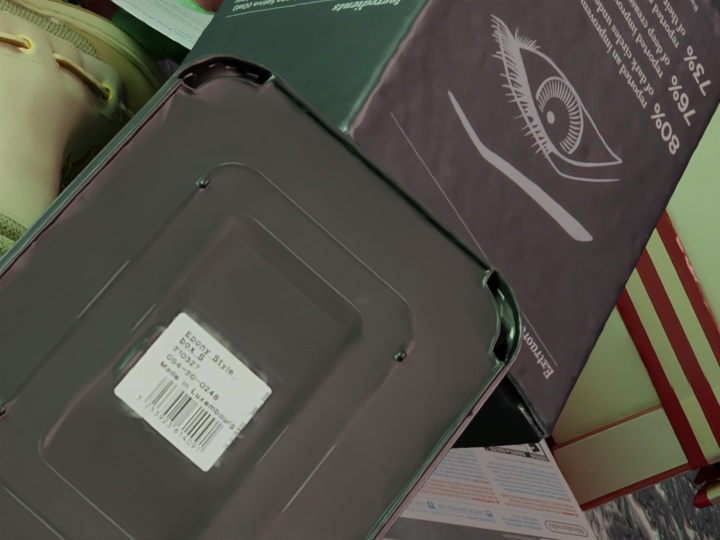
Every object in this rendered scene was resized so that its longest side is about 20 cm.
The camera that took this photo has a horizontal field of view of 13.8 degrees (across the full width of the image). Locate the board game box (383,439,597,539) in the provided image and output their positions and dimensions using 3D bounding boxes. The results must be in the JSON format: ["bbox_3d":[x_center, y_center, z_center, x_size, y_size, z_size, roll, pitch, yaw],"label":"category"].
[{"bbox_3d":[0.036,0.137,1.081,0.147,0.064,0.200,12,39,-41],"label":"board game box"}]

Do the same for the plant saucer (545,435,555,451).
[{"bbox_3d":[0.073,0.140,1.400,0.200,0.037,0.201,-30,114,-72],"label":"plant saucer"}]

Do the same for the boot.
[{"bbox_3d":[-0.119,-0.025,1.031,0.200,0.073,0.156,40,33,-54],"label":"boot"}]

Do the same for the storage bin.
[{"bbox_3d":[-0.061,0.050,0.888,0.135,0.094,0.200,41,54,-2],"label":"storage bin"}]

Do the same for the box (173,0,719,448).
[{"bbox_3d":[0.031,-0.058,1.046,0.148,0.104,0.200,56,49,-31],"label":"box"}]

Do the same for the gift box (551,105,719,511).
[{"bbox_3d":[0.170,0.000,1.409,0.187,0.199,0.185,65,23,-9],"label":"gift box"}]

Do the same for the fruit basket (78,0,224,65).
[{"bbox_3d":[-0.077,-0.116,1.167,0.185,0.094,0.200,33,22,12],"label":"fruit basket"}]
